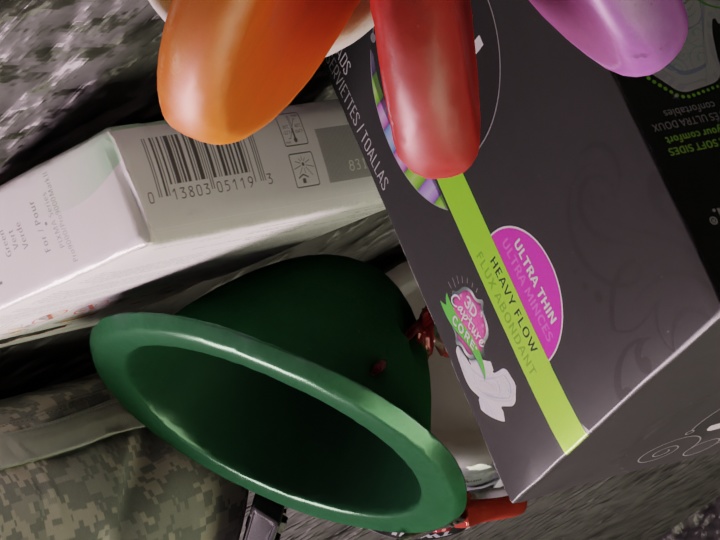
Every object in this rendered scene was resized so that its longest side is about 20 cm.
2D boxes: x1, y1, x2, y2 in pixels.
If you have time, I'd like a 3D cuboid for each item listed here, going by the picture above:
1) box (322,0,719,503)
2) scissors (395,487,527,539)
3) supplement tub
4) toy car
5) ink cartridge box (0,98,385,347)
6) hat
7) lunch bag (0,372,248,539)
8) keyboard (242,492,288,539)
[{"bbox_3d":[0.091,-0.049,0.768,0.124,0.200,0.149,-10,156,-30],"label":"box"},{"bbox_3d":[0.045,0.114,1.062,0.073,0.014,0.200,-4,177,0],"label":"scissors"},{"bbox_3d":[0.037,0.075,1.237,0.122,0.123,0.200,-27,165,-15],"label":"supplement tub"},{"bbox_3d":[0.022,-0.105,0.580,0.200,0.150,0.175,-31,165,1],"label":"toy car"},{"bbox_3d":[-0.096,-0.012,0.892,0.200,0.050,0.161,-19,176,41],"label":"ink cartridge box"},{"bbox_3d":[0.000,0.000,0.968,0.200,0.165,0.176,70,41,-60],"label":"hat"},{"bbox_3d":[-0.149,0.127,1.023,0.200,0.139,0.168,-14,141,-55],"label":"lunch bag"},{"bbox_3d":[-0.033,0.076,1.098,0.200,0.021,0.127,-79,-175,-64],"label":"keyboard"}]
